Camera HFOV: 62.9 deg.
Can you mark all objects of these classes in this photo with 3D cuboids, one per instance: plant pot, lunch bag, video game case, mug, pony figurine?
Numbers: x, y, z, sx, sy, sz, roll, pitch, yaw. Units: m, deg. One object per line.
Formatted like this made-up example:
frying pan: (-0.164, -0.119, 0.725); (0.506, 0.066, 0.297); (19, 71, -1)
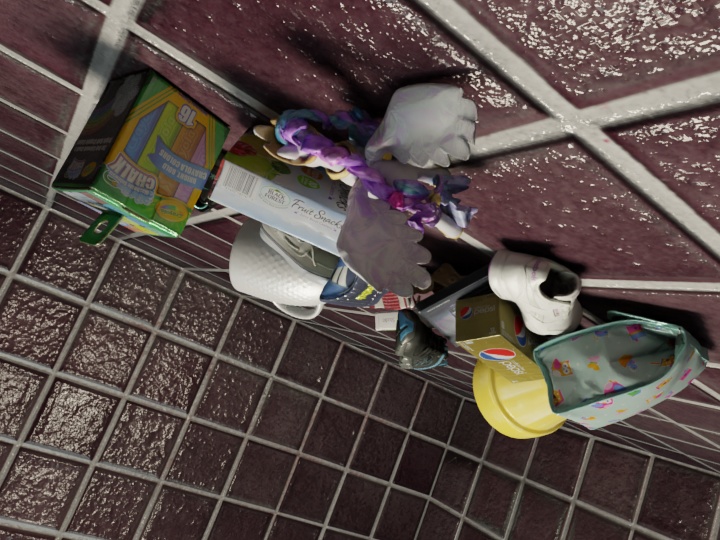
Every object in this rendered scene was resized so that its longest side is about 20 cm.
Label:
plant pot: (0.348, 0.210, 1.129); (0.200, 0.201, 0.189); (24, 152, -12)
lunch bag: (0.370, 0.135, 0.822); (0.200, 0.122, 0.170); (-30, 146, 27)
video game case: (0.178, 0.053, 0.882); (0.143, 0.019, 0.200); (-29, 149, 12)
mug: (-0.121, 0.009, 1.069); (0.175, 0.148, 0.200); (15, 133, 16)
pony figurine: (0.024, -0.079, 0.525); (0.193, 0.167, 0.200); (27, -170, 34)

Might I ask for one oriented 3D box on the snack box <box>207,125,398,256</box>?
snack box: (-0.054, -0.084, 0.664); (0.200, 0.053, 0.142); (24, -154, -10)

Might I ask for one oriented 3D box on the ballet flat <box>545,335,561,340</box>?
ballet flat: (0.324, 0.116, 0.987); (0.073, 0.073, 0.200); (12, 163, 40)

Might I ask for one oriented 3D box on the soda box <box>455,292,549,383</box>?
soda box: (0.212, 0.103, 0.853); (0.068, 0.064, 0.200); (-15, 148, 32)

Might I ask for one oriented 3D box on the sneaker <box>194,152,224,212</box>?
sneaker: (-0.253, -0.135, 0.903); (0.075, 0.079, 0.200); (29, 168, -30)

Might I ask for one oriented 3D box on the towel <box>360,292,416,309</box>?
towel: (0.012, -0.012, 0.898); (0.023, 0.145, 0.200); (-21, -172, -25)

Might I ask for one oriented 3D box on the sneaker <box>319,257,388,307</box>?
sneaker: (0.000, 0.000, 0.820); (0.074, 0.083, 0.200); (7, 158, -24)

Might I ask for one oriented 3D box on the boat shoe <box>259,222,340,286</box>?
boat shoe: (-0.084, -0.055, 0.930); (0.202, 0.074, 0.086); (38, 137, 30)

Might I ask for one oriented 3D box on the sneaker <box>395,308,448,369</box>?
sneaker: (0.097, 0.108, 0.916); (0.082, 0.073, 0.200); (4, 162, 11)

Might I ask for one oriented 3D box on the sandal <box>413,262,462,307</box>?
sandal: (0.143, 0.023, 0.940); (0.211, 0.070, 0.078); (2, 178, -28)

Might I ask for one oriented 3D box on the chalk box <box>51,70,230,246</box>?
chalk box: (-0.272, -0.116, 0.713); (0.124, 0.201, 0.124); (11, 164, 44)

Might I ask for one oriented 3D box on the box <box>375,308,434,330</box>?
box: (0.143, 0.085, 1.047); (0.144, 0.036, 0.200); (-8, 173, 41)

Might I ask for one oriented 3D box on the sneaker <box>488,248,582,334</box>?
sneaker: (0.250, 0.039, 0.768); (0.200, 0.075, 0.099); (30, 165, -39)
